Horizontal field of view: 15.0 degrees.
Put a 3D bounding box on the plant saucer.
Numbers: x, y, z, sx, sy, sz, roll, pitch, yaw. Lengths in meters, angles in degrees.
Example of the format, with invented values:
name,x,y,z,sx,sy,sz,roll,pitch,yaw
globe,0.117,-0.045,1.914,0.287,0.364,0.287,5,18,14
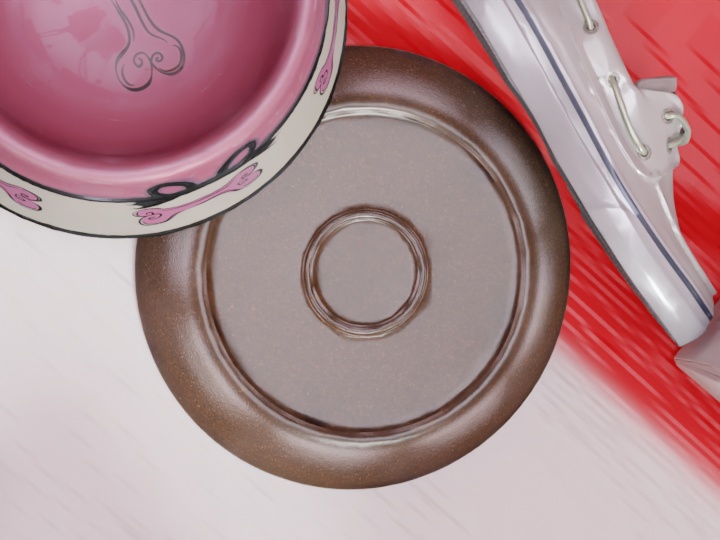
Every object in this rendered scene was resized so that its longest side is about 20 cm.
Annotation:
name,x,y,z,sx,sy,sz,roll,pitch,yaw
plant saucer,0.000,0.000,1.220,0.200,0.032,0.201,-1,94,-9

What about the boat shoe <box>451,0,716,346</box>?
name,x,y,z,sx,sy,sz,roll,pitch,yaw
boat shoe,0.114,-0.064,1.211,0.067,0.074,0.200,-32,98,2

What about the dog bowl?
name,x,y,z,sx,sy,sz,roll,pitch,yaw
dog bowl,-0.102,-0.116,1.155,0.199,0.074,0.201,0,87,-5

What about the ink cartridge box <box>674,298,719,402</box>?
name,x,y,z,sx,sy,sz,roll,pitch,yaw
ink cartridge box,0.262,0.014,1.240,0.145,0.084,0.200,41,86,-10
